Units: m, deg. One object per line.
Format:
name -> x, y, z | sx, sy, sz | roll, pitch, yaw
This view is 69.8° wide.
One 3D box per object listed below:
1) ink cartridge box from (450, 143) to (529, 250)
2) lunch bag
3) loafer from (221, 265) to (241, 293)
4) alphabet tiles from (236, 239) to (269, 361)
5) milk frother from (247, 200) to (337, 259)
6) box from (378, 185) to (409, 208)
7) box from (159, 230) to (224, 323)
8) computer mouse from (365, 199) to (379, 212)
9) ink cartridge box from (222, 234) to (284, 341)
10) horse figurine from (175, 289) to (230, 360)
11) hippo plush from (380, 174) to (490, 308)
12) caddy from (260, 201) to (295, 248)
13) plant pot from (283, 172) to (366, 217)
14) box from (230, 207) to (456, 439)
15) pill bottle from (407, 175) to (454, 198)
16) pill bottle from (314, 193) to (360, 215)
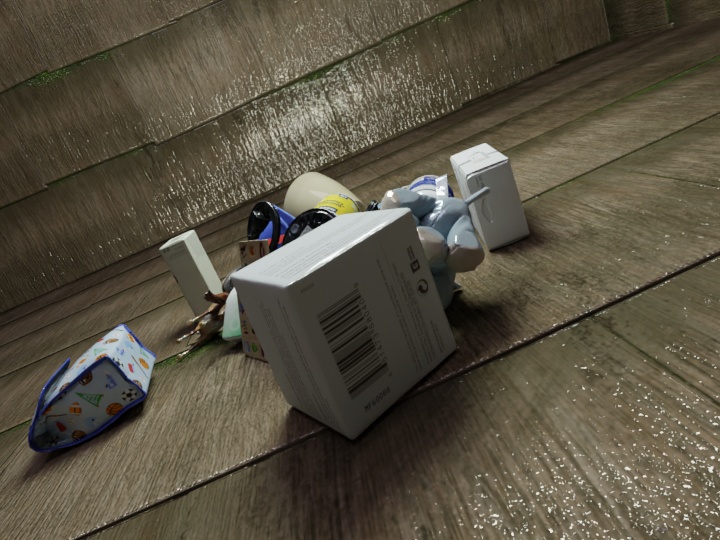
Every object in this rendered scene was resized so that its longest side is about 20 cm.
ink cartridge box -> 0.240, -0.145, 0.974 | 0.081, 0.149, 0.201 | -19, 19, 9
lunch bag -> -0.489, 0.214, 0.929 | 0.199, 0.125, 0.170 | -39, 19, -2
loafer -> -0.291, 0.023, 1.306 | 0.070, 0.074, 0.200 | -23, 10, 27
alphabet tiles -> -0.169, 0.051, 0.865 | 0.007, 0.205, 0.166 | -9, 6, -38
milk frother -> -0.074, -0.032, 0.884 | 0.179, 0.202, 0.187 | -37, -28, 14
box -> 0.117, -0.183, 1.407 | 0.135, 0.038, 0.199 | -5, 26, 45
box -> -0.381, 0.016, 1.201 | 0.067, 0.203, 0.082 | -20, 17, 8
computer mouse -> 0.047, -0.079, 0.974 | 0.109, 0.044, 0.199 | -43, 36, -19
ink cartridge box -> -0.186, 0.027, 0.981 | 0.158, 0.205, 0.050 | -11, -19, 35
horse figurine -> -0.308, 0.102, 1.052 | 0.200, 0.050, 0.132 | -49, -5, 37
hippo plush -> 0.092, -0.028, 0.772 | 0.156, 0.163, 0.202 | 16, 40, 2
caddy -> -0.172, -0.071, 1.216 | 0.105, 0.201, 0.141 | -40, 21, -1
plant pot -> -0.079, -0.157, 1.394 | 0.186, 0.190, 0.198 | -33, 34, -29
box -> -0.020, 0.054, 0.657 | 0.198, 0.202, 0.170 | -32, 20, -30
pill bottle -> 0.140, -0.121, 1.083 | 0.114, 0.118, 0.201 | -17, 20, 18
pill bottle -> -0.072, -0.094, 1.157 | 0.110, 0.114, 0.201 | -16, 19, 20
